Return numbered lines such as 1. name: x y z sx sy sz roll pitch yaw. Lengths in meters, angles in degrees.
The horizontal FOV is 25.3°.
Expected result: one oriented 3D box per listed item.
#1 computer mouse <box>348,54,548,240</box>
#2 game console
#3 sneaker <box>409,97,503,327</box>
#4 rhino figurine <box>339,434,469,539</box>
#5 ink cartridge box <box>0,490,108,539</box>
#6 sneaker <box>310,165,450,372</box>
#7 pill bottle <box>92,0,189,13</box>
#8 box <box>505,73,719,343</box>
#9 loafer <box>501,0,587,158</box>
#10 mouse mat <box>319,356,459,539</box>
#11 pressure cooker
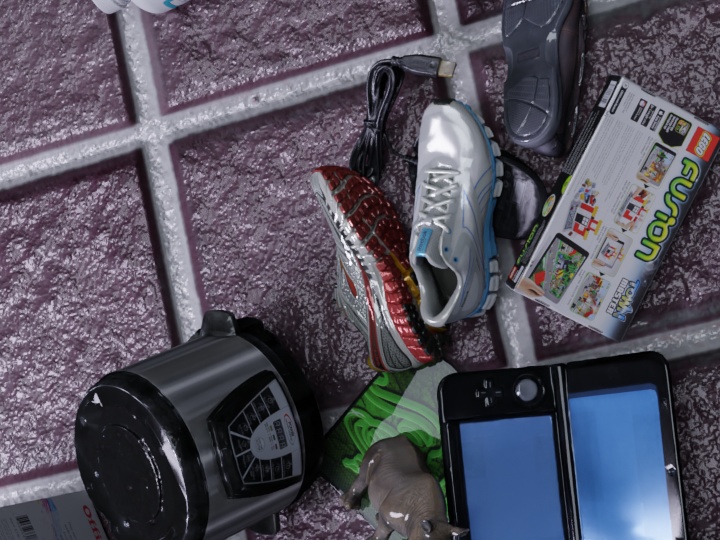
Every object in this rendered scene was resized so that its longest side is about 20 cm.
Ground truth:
1. computer mouse: 0.088 -0.116 1.420 0.198 0.046 0.142 19 115 26
2. game console: 0.167 0.177 1.344 0.174 0.116 0.202 -3 83 -13
3. sneaker: 0.075 -0.045 1.372 0.074 0.086 0.202 4 109 33
4. rhino figurine: 0.041 0.209 1.366 0.059 0.200 0.088 21 104 -23
5. ink cartridge box: -0.323 0.302 1.462 0.144 0.200 0.146 -28 79 17
6. sneaker: 0.000 0.000 1.431 0.082 0.078 0.202 -28 82 33
7. pill bottle: -0.163 -0.310 1.486 0.198 0.111 0.112 -22 81 15
8. box: 0.217 -0.052 1.366 0.109 0.035 0.201 26 95 -13
9. loafer: 0.165 -0.195 1.406 0.071 0.063 0.202 -5 69 37
10. mouse mat: 0.068 0.180 1.443 0.200 0.008 0.161 43 100 16
11. pressure cooker: -0.130 0.143 1.412 0.179 0.199 0.177 46 133 24
